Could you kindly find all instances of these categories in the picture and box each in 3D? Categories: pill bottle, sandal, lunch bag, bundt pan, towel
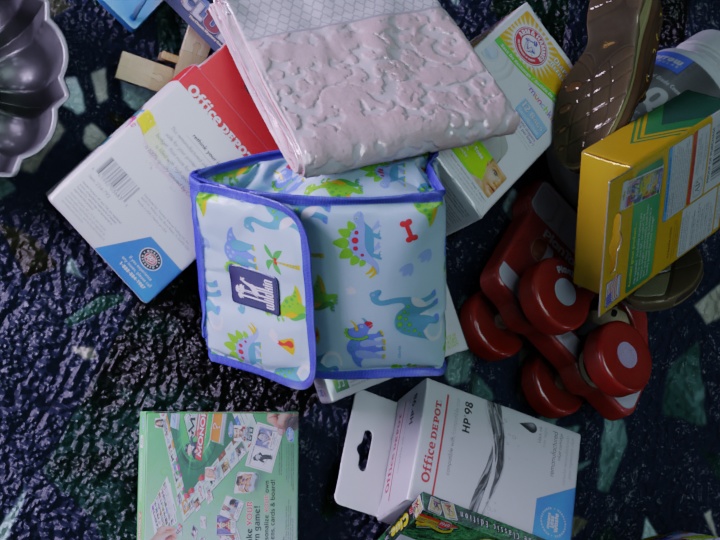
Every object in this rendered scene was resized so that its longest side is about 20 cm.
[{"bbox_3d":[0.284,-0.141,1.162,0.200,0.114,0.114,-36,97,-20],"label":"pill bottle"},{"bbox_3d":[0.269,0.001,1.118,0.081,0.200,0.055,-6,108,8],"label":"sandal"},{"bbox_3d":[-0.032,-0.005,0.965,0.198,0.128,0.171,-1,119,1],"label":"lunch bag"},{"bbox_3d":[-0.332,-0.152,0.950,0.201,0.076,0.203,2,83,-20],"label":"bundt pan"},{"bbox_3d":[0.003,-0.166,0.964,0.199,0.032,0.192,-15,61,-26],"label":"towel"}]

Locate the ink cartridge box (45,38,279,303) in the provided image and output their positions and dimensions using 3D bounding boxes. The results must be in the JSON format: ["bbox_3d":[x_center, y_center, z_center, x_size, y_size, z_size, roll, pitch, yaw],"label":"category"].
[{"bbox_3d":[-0.144,-0.085,0.995,0.200,0.067,0.116,-43,106,-8],"label":"ink cartridge box"}]

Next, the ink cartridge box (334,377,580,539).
[{"bbox_3d":[0.087,0.174,1.060,0.199,0.067,0.116,21,59,-15],"label":"ink cartridge box"}]

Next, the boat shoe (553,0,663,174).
[{"bbox_3d":[0.227,-0.168,1.063,0.067,0.072,0.201,36,65,-39],"label":"boat shoe"}]

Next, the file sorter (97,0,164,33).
[{"bbox_3d":[-0.205,-0.329,0.993,0.200,0.123,0.139,43,71,-11],"label":"file sorter"}]

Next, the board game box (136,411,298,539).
[{"bbox_3d":[-0.119,0.219,1.017,0.134,0.029,0.202,3,83,-20],"label":"board game box"}]

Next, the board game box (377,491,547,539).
[{"bbox_3d":[0.112,0.256,1.033,0.199,0.105,0.024,23,36,-16],"label":"board game box"}]

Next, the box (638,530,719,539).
[{"bbox_3d":[0.304,0.350,1.075,0.121,0.192,0.201,-8,88,-21],"label":"box"}]

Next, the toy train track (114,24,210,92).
[{"bbox_3d":[-0.114,-0.144,1.050,0.199,0.033,0.115,18,91,-18],"label":"toy train track"}]

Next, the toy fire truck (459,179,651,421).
[{"bbox_3d":[0.199,0.031,1.124,0.200,0.112,0.168,43,53,-12],"label":"toy fire truck"}]

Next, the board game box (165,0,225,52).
[{"bbox_3d":[-0.060,-0.202,1.050,0.200,0.035,0.136,44,43,-11],"label":"board game box"}]

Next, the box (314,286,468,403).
[{"bbox_3d":[0.000,0.000,1.083,0.144,0.036,0.201,-19,92,-21],"label":"box"}]

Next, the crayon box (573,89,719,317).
[{"bbox_3d":[0.241,-0.061,1.031,0.200,0.051,0.126,-30,130,-39],"label":"crayon box"}]

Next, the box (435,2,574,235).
[{"bbox_3d":[0.099,-0.130,1.074,0.113,0.101,0.200,52,55,-8],"label":"box"}]
